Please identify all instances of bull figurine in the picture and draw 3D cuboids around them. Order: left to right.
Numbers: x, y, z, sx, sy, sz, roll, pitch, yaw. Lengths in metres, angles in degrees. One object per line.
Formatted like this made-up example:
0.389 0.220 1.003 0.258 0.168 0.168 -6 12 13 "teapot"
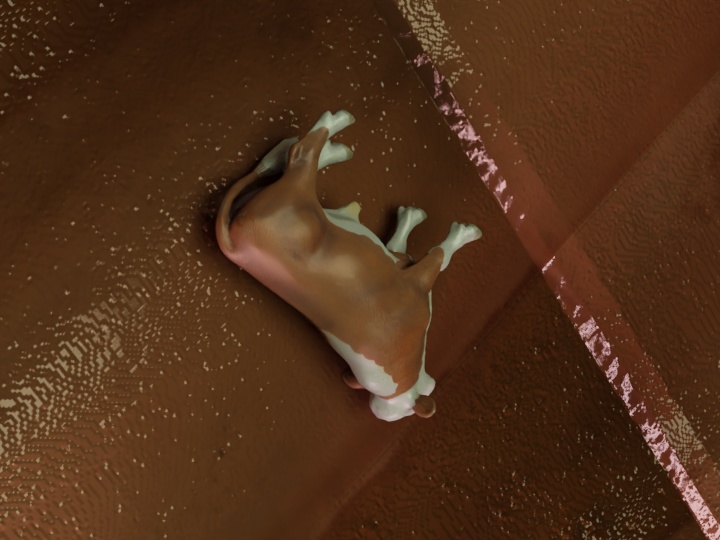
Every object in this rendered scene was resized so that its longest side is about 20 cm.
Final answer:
0.000 0.000 1.147 0.200 0.065 0.122 42 68 -32 "bull figurine"
